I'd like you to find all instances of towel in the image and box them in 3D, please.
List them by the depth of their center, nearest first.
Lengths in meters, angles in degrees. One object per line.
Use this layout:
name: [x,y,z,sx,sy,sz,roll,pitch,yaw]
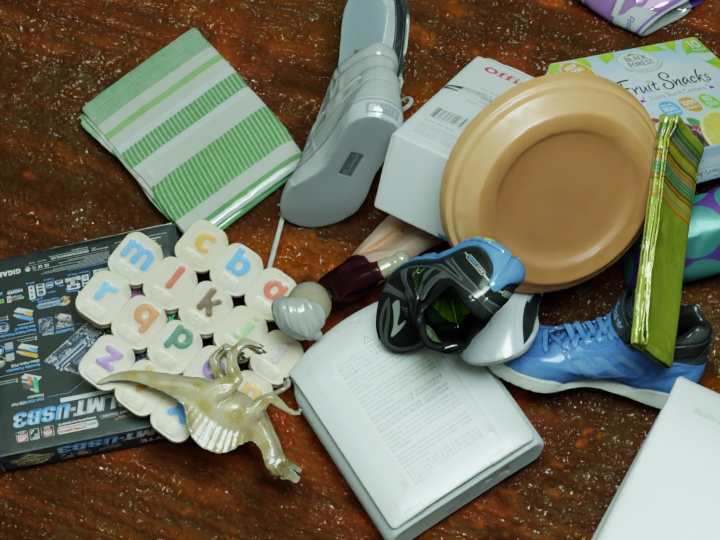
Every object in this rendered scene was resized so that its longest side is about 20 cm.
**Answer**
towel: [0.260,-0.024,1.537,0.018,0.086,0.201,1,74,32]
towel: [-0.163,-0.130,1.788,0.152,0.023,0.200,-37,65,-12]

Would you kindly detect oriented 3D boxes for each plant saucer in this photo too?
plant saucer: [0.165,-0.066,1.527,0.199,0.201,0.037,-25,33,-5]

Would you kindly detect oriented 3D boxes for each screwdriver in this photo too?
screwdriver: [-0.084,-0.014,1.731,0.028,0.029,0.201,9,69,10]

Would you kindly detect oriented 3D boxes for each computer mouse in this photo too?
computer mouse: [0.129,0.015,1.626,0.109,0.044,0.200,-11,27,18]

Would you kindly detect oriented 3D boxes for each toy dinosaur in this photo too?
toy dinosaur: [-0.125,0.109,1.612,0.199,0.058,0.101,30,65,2]

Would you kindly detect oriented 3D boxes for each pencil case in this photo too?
pencil case: [0.333,-0.041,1.668,0.199,0.092,0.086,-13,111,-1]

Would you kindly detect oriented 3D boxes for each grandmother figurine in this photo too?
grandmother figurine: [0.000,0.000,1.670,0.200,0.121,0.061,-34,86,-28]

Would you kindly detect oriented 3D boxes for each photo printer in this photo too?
photo printer: [0.042,0.122,1.638,0.166,0.070,0.200,-32,67,-8]

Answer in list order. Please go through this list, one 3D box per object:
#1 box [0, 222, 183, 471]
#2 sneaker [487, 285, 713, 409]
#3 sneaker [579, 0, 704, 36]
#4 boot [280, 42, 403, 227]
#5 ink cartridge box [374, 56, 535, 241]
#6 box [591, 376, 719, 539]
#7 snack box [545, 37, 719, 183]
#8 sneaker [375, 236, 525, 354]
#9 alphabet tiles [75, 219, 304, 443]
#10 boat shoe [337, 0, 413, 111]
box: [-0.251,0.070,1.702,0.199,0.050,0.199,-12,67,-1]
sneaker: [0.210,0.054,1.605,0.199,0.112,0.077,12,41,-1]
sneaker: [0.309,-0.317,1.800,0.114,0.073,0.201,35,85,14]
boot: [-0.014,-0.125,1.698,0.073,0.200,0.096,19,53,-20]
ink cartridge box: [0.123,-0.102,1.664,0.144,0.085,0.200,26,36,15]
box: [0.301,0.234,1.508,0.198,0.171,0.201,25,72,15]
snack box: [0.277,-0.142,1.671,0.199,0.053,0.142,-15,50,-38]
sneaker: [0.061,0.031,1.534,0.071,0.199,0.083,41,61,-11]
alphabet tiles: [-0.156,0.054,1.669,0.200,0.015,0.196,34,64,4]
boat shoe: [0.008,-0.168,1.761,0.073,0.068,0.201,6,90,36]
